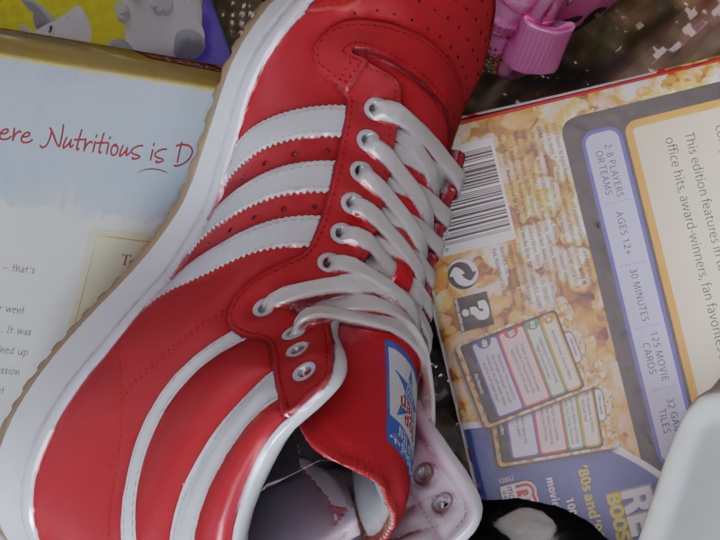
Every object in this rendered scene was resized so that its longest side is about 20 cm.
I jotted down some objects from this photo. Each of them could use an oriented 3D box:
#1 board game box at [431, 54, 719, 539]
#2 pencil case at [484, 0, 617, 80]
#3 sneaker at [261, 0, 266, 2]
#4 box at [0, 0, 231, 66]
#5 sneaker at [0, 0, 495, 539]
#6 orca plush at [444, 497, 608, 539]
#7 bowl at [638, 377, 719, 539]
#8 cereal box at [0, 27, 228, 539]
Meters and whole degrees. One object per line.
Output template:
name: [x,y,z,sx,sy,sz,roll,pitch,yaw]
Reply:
board game box: [0.121,0.013,0.831,0.199,0.046,0.152,-13,83,2]
pencil case: [0.008,-0.148,0.839,0.087,0.083,0.200,-44,84,5]
sneaker: [-0.088,-0.137,0.798,0.091,0.076,0.200,-42,84,-19]
box: [-0.118,-0.118,0.836,0.117,0.048,0.201,-15,76,-25]
sneaker: [0.000,0.000,0.738,0.112,0.071,0.200,17,70,48]
orca plush: [-0.031,0.091,0.780,0.199,0.105,0.071,-24,61,5]
bowl: [0.120,0.101,0.695,0.074,0.200,0.201,22,83,-25]
cereal box: [-0.108,0.035,0.782,0.143,0.039,0.201,8,103,-33]
